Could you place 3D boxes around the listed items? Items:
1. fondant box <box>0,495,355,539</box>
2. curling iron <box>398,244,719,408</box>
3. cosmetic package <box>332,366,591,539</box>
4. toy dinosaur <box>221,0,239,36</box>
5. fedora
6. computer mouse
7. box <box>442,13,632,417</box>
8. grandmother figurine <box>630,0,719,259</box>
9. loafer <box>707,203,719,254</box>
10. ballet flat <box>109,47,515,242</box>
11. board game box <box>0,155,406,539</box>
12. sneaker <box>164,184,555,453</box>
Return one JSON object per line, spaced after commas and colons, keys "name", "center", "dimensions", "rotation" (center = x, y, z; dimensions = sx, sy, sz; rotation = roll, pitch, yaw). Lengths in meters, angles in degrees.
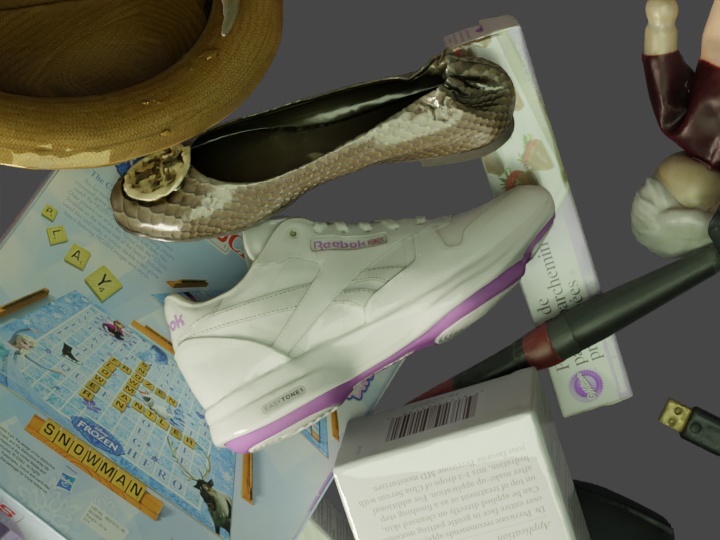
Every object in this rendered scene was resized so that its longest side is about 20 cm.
{"name": "fondant box", "center": [-0.078, 0.164, 1.078], "dimensions": [0.144, 0.058, 0.200], "rotation": [-41, 101, 10]}
{"name": "curling iron", "center": [0.097, 0.042, 1.021], "dimensions": [0.199, 0.026, 0.050], "rotation": [-35, 125, 3]}
{"name": "cosmetic package", "center": [0.066, 0.160, 0.986], "dimensions": [0.100, 0.071, 0.202], "rotation": [-16, 103, 10]}
{"name": "toy dinosaur", "center": [-0.085, -0.195, 0.959], "dimensions": [0.101, 0.058, 0.200], "rotation": [-37, 74, -6]}
{"name": "fedora", "center": [-0.136, -0.106, 0.968], "dimensions": [0.198, 0.202, 0.082], "rotation": [4, 146, -2]}
{"name": "computer mouse", "center": [0.127, 0.120, 1.050], "dimensions": [0.198, 0.046, 0.141], "rotation": [20, 70, 8]}
{"name": "box", "center": [0.089, -0.027, 1.034], "dimensions": [0.038, 0.041, 0.202], "rotation": [-17, 105, 5]}
{"name": "grandmother figurine", "center": [0.191, -0.094, 1.009], "dimensions": [0.121, 0.061, 0.201], "rotation": [29, 108, 12]}
{"name": "loafer", "center": [0.250, -0.004, 1.014], "dimensions": [0.199, 0.073, 0.073], "rotation": [26, 82, -34]}
{"name": "ballet flat", "center": [-0.024, -0.063, 0.968], "dimensions": [0.198, 0.068, 0.047], "rotation": [-14, 137, 2]}
{"name": "board game box", "center": [-0.098, 0.051, 0.993], "dimensions": [0.200, 0.041, 0.200], "rotation": [40, 60, -11]}
{"name": "sneaker", "center": [0.000, 0.000, 0.972], "dimensions": [0.199, 0.075, 0.100], "rotation": [-30, 81, -12]}
